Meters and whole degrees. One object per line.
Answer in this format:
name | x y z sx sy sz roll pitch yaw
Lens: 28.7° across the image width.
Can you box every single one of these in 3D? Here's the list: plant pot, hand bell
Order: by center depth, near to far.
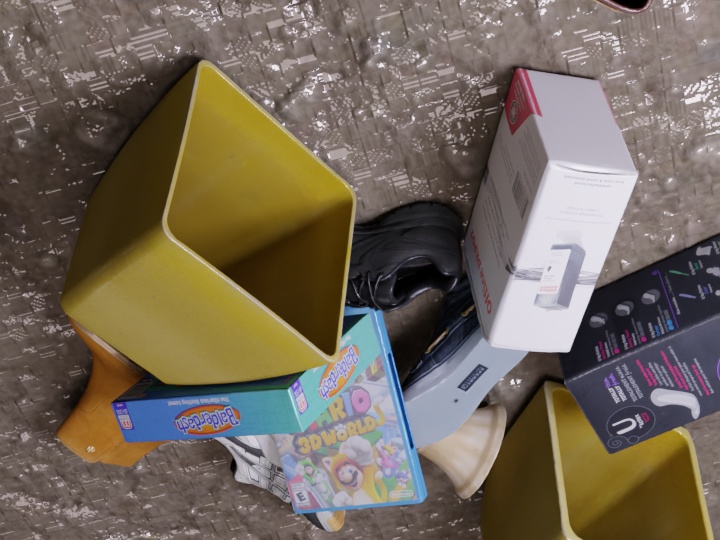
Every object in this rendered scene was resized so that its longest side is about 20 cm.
plant pot | -0.139 -0.016 1.202 0.176 0.201 0.200 -28 128 33
hand bell | 0.037 0.145 1.428 0.199 0.104 0.104 25 124 -10
plant pot | 0.226 0.271 1.480 0.194 0.195 0.200 20 133 -22

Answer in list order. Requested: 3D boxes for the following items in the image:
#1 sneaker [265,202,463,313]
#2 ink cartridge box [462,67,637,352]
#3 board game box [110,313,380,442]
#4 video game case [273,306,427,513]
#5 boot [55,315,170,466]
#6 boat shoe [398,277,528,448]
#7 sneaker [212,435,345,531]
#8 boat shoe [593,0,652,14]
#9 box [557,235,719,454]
sneaker | 0.000 0.000 1.286 0.198 0.091 0.076 -16 132 9
ink cartridge box | 0.159 -0.050 1.224 0.084 0.146 0.201 6 129 -12
board game box | -0.102 0.097 1.271 0.199 0.152 0.045 -8 109 33
video game case | -0.025 0.133 1.353 0.142 0.018 0.202 -9 101 26
boot | -0.250 0.120 1.369 0.144 0.071 0.201 -35 130 18
boat shoe | 0.087 0.087 1.366 0.071 0.091 0.200 30 119 -30
sneaker | -0.087 0.199 1.462 0.087 0.076 0.201 -22 120 20
boat shoe | 0.156 -0.271 1.090 0.199 0.071 0.070 29 123 -25
box | 0.301 0.072 1.367 0.199 0.106 0.123 -25 126 15
